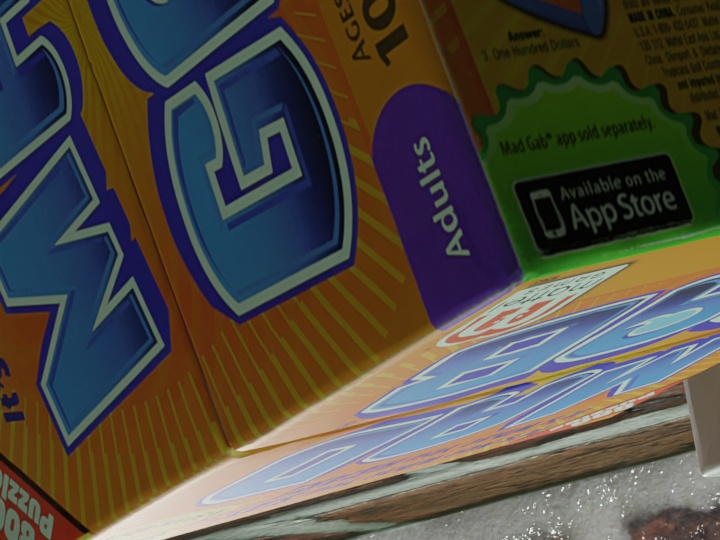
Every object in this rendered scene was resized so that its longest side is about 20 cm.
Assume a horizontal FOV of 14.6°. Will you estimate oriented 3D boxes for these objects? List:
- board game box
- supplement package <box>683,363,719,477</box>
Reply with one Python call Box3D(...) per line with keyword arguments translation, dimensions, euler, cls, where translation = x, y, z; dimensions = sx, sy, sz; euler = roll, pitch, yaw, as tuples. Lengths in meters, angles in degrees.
Box3D(translation=(0.014, -0.070, 0.651), dimensions=(0.199, 0.201, 0.200), euler=(-12, 167, -39), cls="board game box")
Box3D(translation=(0.197, -0.015, 0.804), dimensions=(0.199, 0.121, 0.121), euler=(1, 162, -32), cls="supplement package")
